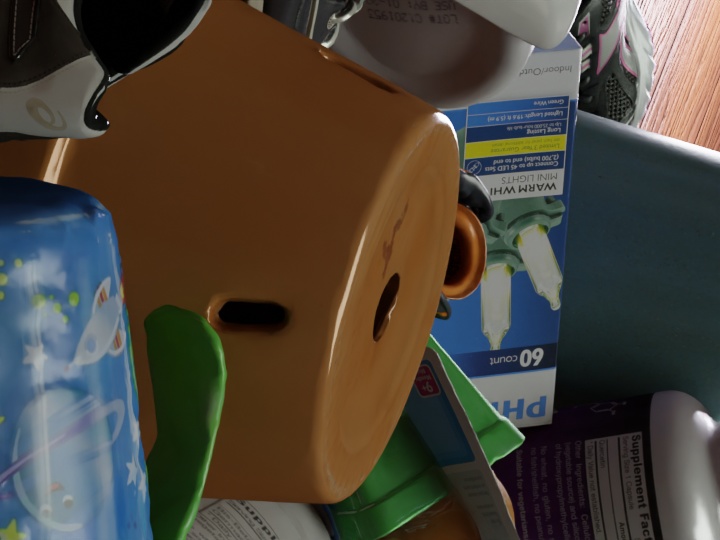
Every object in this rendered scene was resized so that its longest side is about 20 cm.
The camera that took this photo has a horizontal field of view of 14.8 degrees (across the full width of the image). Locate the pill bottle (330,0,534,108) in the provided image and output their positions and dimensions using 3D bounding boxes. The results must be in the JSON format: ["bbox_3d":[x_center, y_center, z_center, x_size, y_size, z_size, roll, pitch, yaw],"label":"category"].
[{"bbox_3d":[0.055,-0.172,1.239,0.109,0.108,0.200,91,20,-45],"label":"pill bottle"}]

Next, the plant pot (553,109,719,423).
[{"bbox_3d":[0.118,0.002,1.463,0.200,0.195,0.201,13,90,-78],"label":"plant pot"}]

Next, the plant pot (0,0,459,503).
[{"bbox_3d":[-0.053,-0.004,0.947,0.200,0.139,0.201,17,90,-76],"label":"plant pot"}]

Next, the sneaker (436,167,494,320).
[{"bbox_3d":[0.000,0.000,1.204,0.200,0.112,0.078,73,36,-67],"label":"sneaker"}]

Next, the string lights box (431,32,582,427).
[{"bbox_3d":[0.042,-0.021,1.314,0.059,0.102,0.201,-121,-152,-58],"label":"string lights box"}]

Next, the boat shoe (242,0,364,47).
[{"bbox_3d":[-0.023,-0.103,1.049,0.073,0.062,0.201,-108,-162,-44],"label":"boat shoe"}]

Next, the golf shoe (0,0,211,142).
[{"bbox_3d":[-0.080,-0.099,0.840,0.078,0.094,0.200,90,19,-44],"label":"golf shoe"}]

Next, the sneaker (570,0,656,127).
[{"bbox_3d":[0.122,-0.149,1.628,0.086,0.080,0.201,-37,134,-49],"label":"sneaker"}]

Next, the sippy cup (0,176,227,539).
[{"bbox_3d":[-0.119,0.041,0.787,0.178,0.139,0.131,-47,140,-79],"label":"sippy cup"}]

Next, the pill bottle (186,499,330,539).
[{"bbox_3d":[-0.078,0.131,1.041,0.200,0.114,0.115,-18,123,-73],"label":"pill bottle"}]

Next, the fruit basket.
[{"bbox_3d":[0.018,0.131,1.178,0.093,0.185,0.201,-23,97,-29],"label":"fruit basket"}]

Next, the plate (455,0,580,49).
[{"bbox_3d":[0.048,-0.214,1.105,0.200,0.032,0.200,25,78,-38],"label":"plate"}]

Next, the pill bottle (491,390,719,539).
[{"bbox_3d":[0.112,0.123,1.374,0.112,0.199,0.113,-10,90,-77],"label":"pill bottle"}]
